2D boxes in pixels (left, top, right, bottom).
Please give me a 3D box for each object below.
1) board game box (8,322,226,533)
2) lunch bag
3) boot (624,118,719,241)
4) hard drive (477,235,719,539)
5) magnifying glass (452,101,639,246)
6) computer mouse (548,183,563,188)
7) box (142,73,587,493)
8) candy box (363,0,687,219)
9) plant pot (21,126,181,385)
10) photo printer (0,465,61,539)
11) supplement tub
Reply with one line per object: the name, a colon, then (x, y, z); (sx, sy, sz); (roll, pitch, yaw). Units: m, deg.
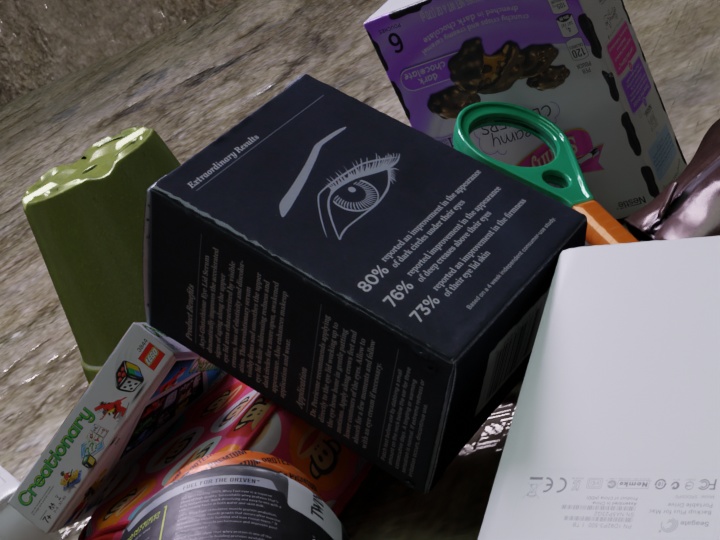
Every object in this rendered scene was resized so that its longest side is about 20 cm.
board game box: (-0.138, 0.093, 0.883); (0.127, 0.034, 0.200); (-55, -7, 2)
lunch bag: (-0.075, 0.116, 0.844); (0.175, 0.082, 0.200); (-21, 19, 46)
boot: (0.270, -0.053, 0.875); (0.166, 0.072, 0.200); (-42, 22, -5)
hard drive: (0.131, 0.071, 0.650); (0.131, 0.026, 0.201); (-5, 49, 34)
magnifying glass: (0.133, -0.051, 0.929); (0.079, 0.023, 0.200); (-15, 45, -31)
computer mouse: (0.097, 0.017, 0.934); (0.138, 0.053, 0.201); (-17, 33, 34)
box: (0.000, 0.000, 0.778); (0.199, 0.105, 0.148); (29, 46, 22)
candy box: (0.122, -0.128, 1.026); (0.167, 0.201, 0.072); (-14, 22, 35)
plant pot: (-0.179, -0.008, 1.154); (0.199, 0.191, 0.200); (-25, 18, 9)
photo printer: (-0.316, 0.211, 0.961); (0.199, 0.070, 0.166); (-36, 21, -22)
supplement tub: (-0.059, 0.170, 0.631); (0.122, 0.123, 0.200); (-25, 20, 8)
